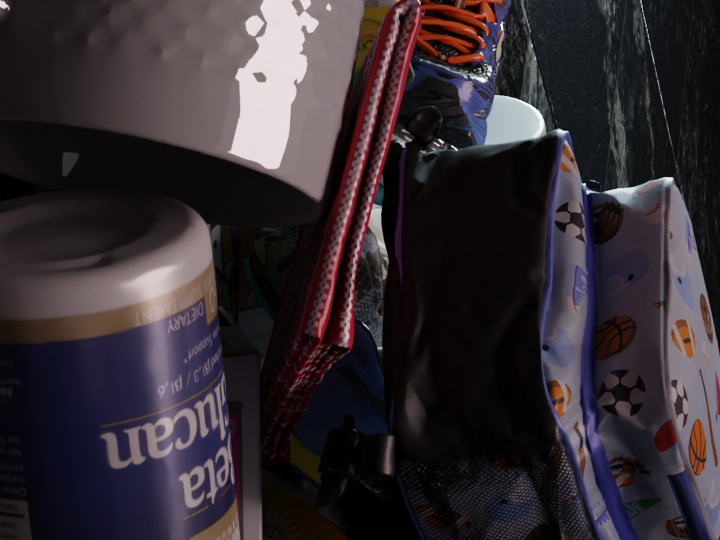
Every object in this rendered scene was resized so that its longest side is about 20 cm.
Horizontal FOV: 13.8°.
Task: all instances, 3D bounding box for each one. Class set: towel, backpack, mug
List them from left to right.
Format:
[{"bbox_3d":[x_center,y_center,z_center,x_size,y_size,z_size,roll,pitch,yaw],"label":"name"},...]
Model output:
[{"bbox_3d":[-0.088,-0.126,1.103,0.199,0.147,0.176,18,77,-35],"label":"mug"},{"bbox_3d":[-0.011,-0.009,1.180,0.200,0.022,0.145,118,-13,-71],"label":"towel"},{"bbox_3d":[0.076,0.058,1.217,0.191,0.153,0.201,78,17,-47],"label":"backpack"}]

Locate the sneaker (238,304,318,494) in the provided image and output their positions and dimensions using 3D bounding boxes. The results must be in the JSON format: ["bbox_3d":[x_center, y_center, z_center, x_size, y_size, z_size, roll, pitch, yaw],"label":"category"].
[{"bbox_3d":[-0.034,0.117,1.428,0.087,0.074,0.201,-91,166,-60],"label":"sneaker"}]

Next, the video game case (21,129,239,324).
[{"bbox_3d":[-0.096,0.013,1.274,0.200,0.036,0.182,11,80,-75],"label":"video game case"}]

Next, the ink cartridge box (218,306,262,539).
[{"bbox_3d":[-0.061,0.121,1.213,0.095,0.037,0.201,-140,-134,-75],"label":"ink cartridge box"}]

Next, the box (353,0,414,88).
[{"bbox_3d":[-0.051,-0.162,1.215,0.048,0.117,0.201,-65,142,-69],"label":"box"}]

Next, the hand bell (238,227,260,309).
[{"bbox_3d":[-0.048,-0.079,1.411,0.104,0.104,0.201,-43,145,-70],"label":"hand bell"}]

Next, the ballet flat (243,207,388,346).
[{"bbox_3d":[0.000,0.000,1.389,0.200,0.074,0.075,-11,102,-82],"label":"ballet flat"}]

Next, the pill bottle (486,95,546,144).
[{"bbox_3d":[0.072,0.005,1.771,0.113,0.113,0.201,-66,152,-57],"label":"pill bottle"}]

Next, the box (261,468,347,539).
[{"bbox_3d":[0.009,0.189,1.361,0.102,0.112,0.200,-59,144,-12],"label":"box"}]

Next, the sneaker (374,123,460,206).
[{"bbox_3d":[0.001,-0.068,1.477,0.080,0.077,0.200,-56,-163,13],"label":"sneaker"}]

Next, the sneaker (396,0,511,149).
[{"bbox_3d":[0.035,-0.114,1.383,0.200,0.075,0.079,-90,-159,-70],"label":"sneaker"}]

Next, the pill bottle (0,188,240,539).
[{"bbox_3d":[-0.101,0.080,1.104,0.111,0.111,0.201,-55,143,-65],"label":"pill bottle"}]

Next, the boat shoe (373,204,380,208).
[{"bbox_3d":[0.013,-0.001,1.574,0.200,0.070,0.067,-117,-153,-63],"label":"boat shoe"}]

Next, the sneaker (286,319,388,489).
[{"bbox_3d":[0.028,0.080,1.367,0.079,0.066,0.200,-52,143,2],"label":"sneaker"}]
